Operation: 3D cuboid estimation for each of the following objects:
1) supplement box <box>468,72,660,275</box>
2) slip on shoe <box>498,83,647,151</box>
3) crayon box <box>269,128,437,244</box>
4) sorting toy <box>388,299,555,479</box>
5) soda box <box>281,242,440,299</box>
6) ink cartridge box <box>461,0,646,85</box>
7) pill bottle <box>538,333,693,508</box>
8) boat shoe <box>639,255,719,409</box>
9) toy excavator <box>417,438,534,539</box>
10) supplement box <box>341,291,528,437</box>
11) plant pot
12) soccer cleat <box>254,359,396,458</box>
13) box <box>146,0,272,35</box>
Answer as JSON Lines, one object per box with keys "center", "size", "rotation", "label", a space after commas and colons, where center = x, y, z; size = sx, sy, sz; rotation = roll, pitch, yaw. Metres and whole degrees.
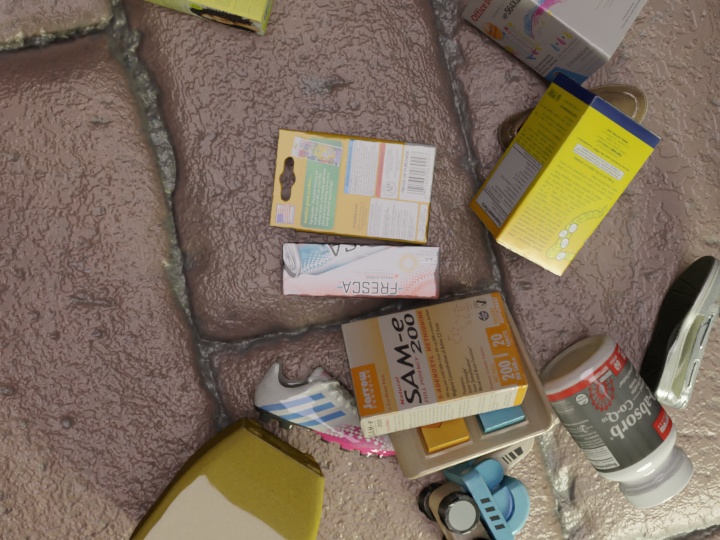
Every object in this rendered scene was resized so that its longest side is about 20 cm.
{"center": [0.241, -0.116, 1.042], "size": [0.109, 0.109, 0.200], "rotation": [26, 109, -23], "label": "supplement box"}
{"center": [0.278, -0.194, 1.106], "size": [0.199, 0.061, 0.076], "rotation": [-11, 92, -3], "label": "slip on shoe"}
{"center": [-0.010, -0.106, 1.095], "size": [0.199, 0.052, 0.126], "rotation": [6, 91, -5], "label": "crayon box"}
{"center": [0.119, 0.142, 1.079], "size": [0.199, 0.037, 0.186], "rotation": [-20, 65, -1], "label": "sorting toy"}
{"center": [0.000, 0.000, 1.092], "size": [0.199, 0.064, 0.069], "rotation": [1, 91, -4], "label": "soda box"}
{"center": [0.229, -0.339, 1.057], "size": [0.200, 0.129, 0.125], "rotation": [34, 78, -3], "label": "ink cartridge box"}
{"center": [0.324, 0.191, 1.091], "size": [0.116, 0.116, 0.200], "rotation": [-37, 94, -2], "label": "pill bottle"}
{"center": [0.428, 0.080, 1.120], "size": [0.065, 0.074, 0.203], "rotation": [19, 94, -10], "label": "boat shoe"}
{"center": [0.172, 0.261, 1.105], "size": [0.199, 0.100, 0.195], "rotation": [-29, 92, -17], "label": "toy excavator"}
{"center": [0.086, 0.113, 1.038], "size": [0.199, 0.074, 0.127], "rotation": [-12, 63, -2], "label": "supplement box"}
{"center": [-0.143, 0.293, 1.032], "size": [0.195, 0.194, 0.200], "rotation": [34, 84, -4], "label": "plant pot"}
{"center": [-0.035, 0.173, 1.090], "size": [0.199, 0.070, 0.087], "rotation": [19, 90, -4], "label": "soccer cleat"}
{"center": [-0.211, -0.349, 1.066], "size": [0.199, 0.075, 0.050], "rotation": [16, 90, -3], "label": "box"}
